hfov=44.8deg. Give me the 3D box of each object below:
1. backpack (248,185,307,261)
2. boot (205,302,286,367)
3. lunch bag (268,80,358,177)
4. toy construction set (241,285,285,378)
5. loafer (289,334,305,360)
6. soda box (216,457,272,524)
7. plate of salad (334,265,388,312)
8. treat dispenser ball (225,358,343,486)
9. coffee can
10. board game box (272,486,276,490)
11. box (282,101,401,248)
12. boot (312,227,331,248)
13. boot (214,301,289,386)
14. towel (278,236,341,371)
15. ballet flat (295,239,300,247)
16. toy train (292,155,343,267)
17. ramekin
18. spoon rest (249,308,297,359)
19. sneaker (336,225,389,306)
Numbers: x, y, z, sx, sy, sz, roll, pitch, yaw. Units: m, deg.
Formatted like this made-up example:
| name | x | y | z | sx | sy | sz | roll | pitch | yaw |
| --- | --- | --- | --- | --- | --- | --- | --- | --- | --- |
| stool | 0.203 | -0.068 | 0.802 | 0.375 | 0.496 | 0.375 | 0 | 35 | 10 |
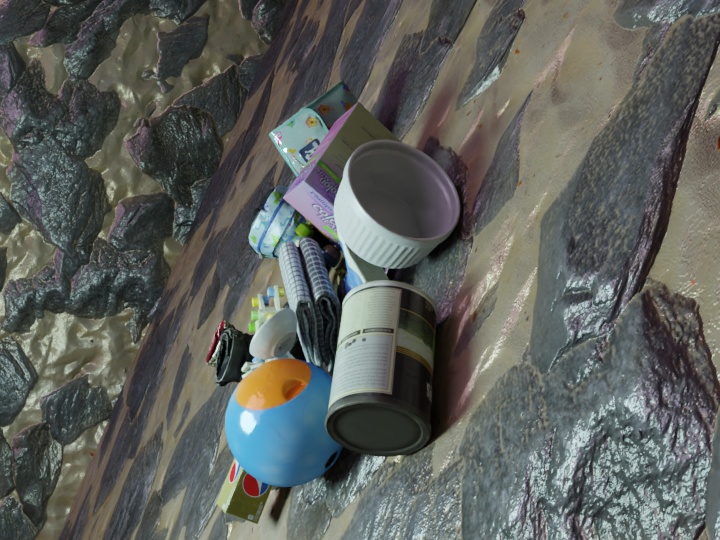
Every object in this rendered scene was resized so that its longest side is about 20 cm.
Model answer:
| name | x | y | z | sx | sy | sz | roll | pitch | yaw |
| --- | --- | --- | --- | --- | --- | --- | --- | --- | --- |
| backpack | -0.163 | -0.097 | 1.790 | 0.164 | 0.153 | 0.200 | -54 | -14 | -6 |
| boot | -0.227 | 0.143 | 1.848 | 0.202 | 0.149 | 0.073 | -66 | 21 | -3 |
| lunch bag | -0.073 | -0.264 | 1.804 | 0.199 | 0.171 | 0.122 | -39 | 9 | -29 |
| toy construction set | -0.168 | 0.140 | 1.623 | 0.132 | 0.091 | 0.202 | 104 | 172 | -46 |
| loafer | -0.129 | 0.128 | 1.728 | 0.068 | 0.070 | 0.203 | 10 | 76 | 49 |
| soda box | -0.181 | 0.334 | 1.546 | 0.064 | 0.067 | 0.203 | 3 | 69 | 66 |
| plate of salad | 0.000 | 0.000 | 1.605 | 0.201 | 0.048 | 0.202 | -51 | 24 | 33 |
| treat dispenser ball | -0.118 | 0.244 | 1.406 | 0.201 | 0.199 | 0.202 | -50 | 26 | 34 |
| coffee can | 0.033 | 0.137 | 1.236 | 0.146 | 0.145 | 0.202 | -43 | 30 | 44 |
| board game box | -0.130 | 0.290 | 1.616 | 0.126 | 0.034 | 0.202 | -41 | 32 | 45 |
| box | -0.007 | -0.158 | 1.555 | 0.096 | 0.175 | 0.201 | -26 | 28 | 58 |
| boot | -0.074 | -0.054 | 1.797 | 0.170 | 0.076 | 0.200 | -63 | 14 | -5 |
| boot | -0.204 | 0.144 | 1.743 | 0.069 | 0.173 | 0.203 | 6 | 78 | 42 |
| towel | -0.080 | 0.064 | 1.554 | 0.167 | 0.084 | 0.202 | -113 | 10 | -46 |
| ballet flat | -0.103 | -0.003 | 1.669 | 0.062 | 0.067 | 0.200 | -47 | -14 | -7 |
| toy train | -0.086 | -0.108 | 1.659 | 0.116 | 0.199 | 0.085 | -51 | 5 | 2 |
| ramekin | 0.050 | -0.099 | 1.397 | 0.105 | 0.198 | 0.202 | 125 | 159 | -48 |
| spoon rest | -0.138 | 0.128 | 1.480 | 0.099 | 0.060 | 0.201 | -43 | -27 | -16 |
| sneaker | -0.009 | -0.004 | 1.473 | 0.076 | 0.202 | 0.111 | -25 | 1 | -34 |
